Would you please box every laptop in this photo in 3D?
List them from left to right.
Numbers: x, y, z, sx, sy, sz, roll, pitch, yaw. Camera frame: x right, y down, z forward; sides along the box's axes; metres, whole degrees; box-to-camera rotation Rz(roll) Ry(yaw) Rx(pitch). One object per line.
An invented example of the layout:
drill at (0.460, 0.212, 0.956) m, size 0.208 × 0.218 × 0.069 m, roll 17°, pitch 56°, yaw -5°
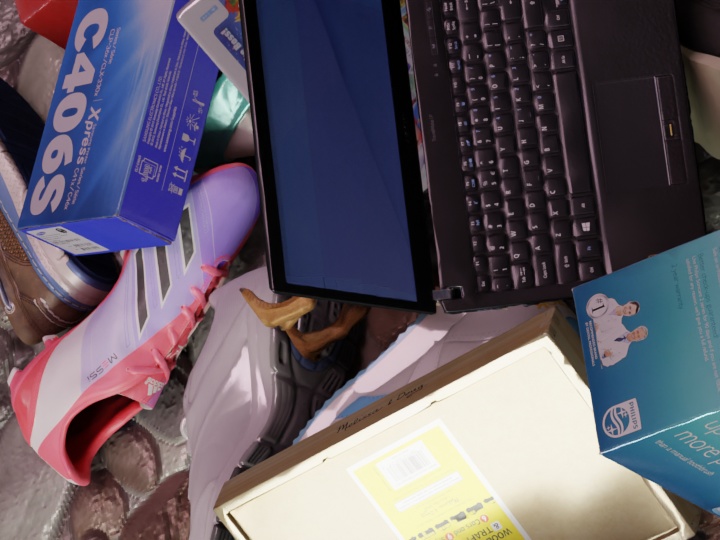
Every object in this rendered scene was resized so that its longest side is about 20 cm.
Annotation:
laptop at (0.052, -0.077, 1.224) m, size 0.199 × 0.103 × 0.178 m, roll -6°, pitch 79°, yaw 1°

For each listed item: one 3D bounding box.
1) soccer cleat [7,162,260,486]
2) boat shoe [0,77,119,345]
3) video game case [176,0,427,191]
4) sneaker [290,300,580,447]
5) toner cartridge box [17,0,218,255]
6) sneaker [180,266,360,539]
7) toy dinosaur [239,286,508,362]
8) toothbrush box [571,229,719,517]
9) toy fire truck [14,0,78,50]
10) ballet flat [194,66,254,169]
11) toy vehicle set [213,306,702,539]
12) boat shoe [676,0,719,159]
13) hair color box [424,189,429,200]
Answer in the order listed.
soccer cleat at (-0.113, 0.029, 1.485) m, size 0.200 × 0.067 × 0.077 m, roll -47°, pitch 57°, yaw 15°
boat shoe at (-0.212, -0.043, 1.582) m, size 0.072 × 0.072 × 0.200 m, roll -43°, pitch 52°, yaw 17°
video game case at (0.032, -0.134, 1.304) m, size 0.200 × 0.143 × 0.018 m, roll -40°, pitch 9°, yaw 7°
sneaker at (0.032, 0.089, 1.342) m, size 0.200 × 0.076 × 0.081 m, roll -49°, pitch 51°, yaw 12°
toner cartridge box at (-0.120, -0.111, 1.479) m, size 0.095 × 0.043 × 0.201 m, roll -6°, pitch 66°, yaw 48°
sneaker at (-0.056, 0.089, 1.423) m, size 0.087 × 0.074 × 0.201 m, roll -12°, pitch 58°, yaw 47°
toy dinosaur at (0.000, 0.000, 1.347) m, size 0.106 × 0.060 × 0.200 m, roll -41°, pitch 19°, yaw 8°
toothbrush box at (0.216, 0.031, 1.181) m, size 0.200 × 0.146 × 0.086 m, roll -23°, pitch 59°, yaw 26°
toy fire truck at (-0.099, -0.168, 1.563) m, size 0.200 × 0.049 × 0.141 m, roll -38°, pitch 52°, yaw 18°
ballet flat at (-0.040, -0.108, 1.478) m, size 0.070 × 0.067 × 0.200 m, roll 44°, pitch 119°, yaw 10°
toy vehicle set at (0.044, 0.113, 1.297) m, size 0.200 × 0.124 × 0.027 m, roll -29°, pitch 17°, yaw 25°
boat shoe at (0.165, -0.108, 1.335) m, size 0.063 × 0.074 × 0.201 m, roll -28°, pitch 36°, yaw -19°
hair color box at (0.033, -0.138, 1.375) m, size 0.099 × 0.061 × 0.201 m, roll 4°, pitch 110°, yaw 37°
